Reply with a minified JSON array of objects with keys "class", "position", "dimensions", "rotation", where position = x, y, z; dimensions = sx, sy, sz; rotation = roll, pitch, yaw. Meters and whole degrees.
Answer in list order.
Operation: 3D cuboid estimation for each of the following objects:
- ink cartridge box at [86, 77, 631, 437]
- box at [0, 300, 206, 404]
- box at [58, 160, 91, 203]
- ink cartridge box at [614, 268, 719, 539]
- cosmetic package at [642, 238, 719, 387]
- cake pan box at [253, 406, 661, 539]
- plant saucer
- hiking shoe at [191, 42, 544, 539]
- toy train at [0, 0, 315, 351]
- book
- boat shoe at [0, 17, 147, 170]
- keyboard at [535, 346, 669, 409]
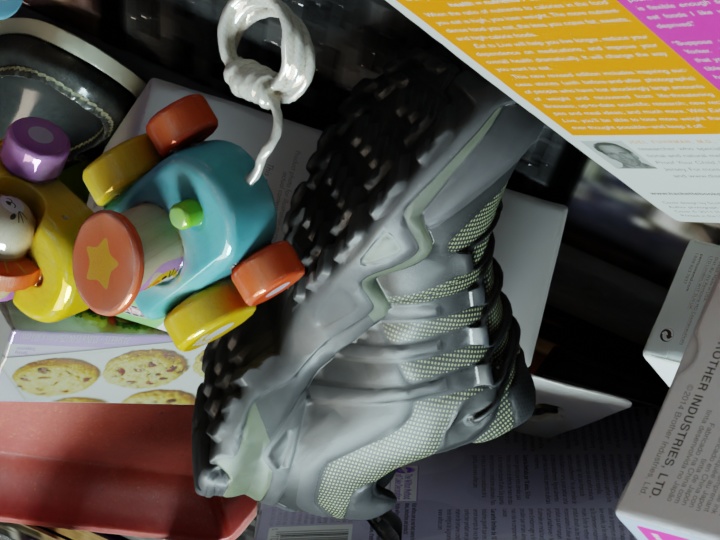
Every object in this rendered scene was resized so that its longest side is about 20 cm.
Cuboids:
[{"class":"ink cartridge box","position":[0.000,0.000,1.063],"dimensions":[0.200,0.067,0.117],"rotation":[17,166,-11]},{"class":"box","position":[-0.056,0.027,1.140],"dimensions":[0.200,0.039,0.041],"rotation":[3,133,-28]},{"class":"box","position":[-0.108,0.005,1.309],"dimensions":[0.200,0.048,0.122],"rotation":[36,160,-34]},{"class":"ink cartridge box","position":[0.190,0.054,0.888],"dimensions":[0.200,0.119,0.042],"rotation":[12,158,36]},{"class":"cosmetic package","position":[0.207,0.065,1.028],"dimensions":[0.151,0.052,0.200],"rotation":[16,163,33]},{"class":"cake pan box","position":[0.053,0.102,1.083],"dimensions":[0.184,0.052,0.200],"rotation":[-3,-165,1]},{"class":"plant saucer","position":[-0.106,0.044,1.230],"dimensions":[0.199,0.037,0.200],"rotation":[9,141,-27]},{"class":"hiking shoe","position":[0.022,0.007,0.963],"dimensions":[0.101,0.076,0.200],"rotation":[20,126,-21]},{"class":"toy train","position":[-0.106,-0.047,0.949],"dimensions":[0.200,0.150,0.056],"rotation":[16,-153,38]},{"class":"book","position":[0.090,-0.067,0.786],"dimensions":[0.133,0.048,0.200],"rotation":[5,157,44]},{"class":"boat shoe","position":[-0.141,-0.051,1.142],"dimensions":[0.072,0.068,0.200],"rotation":[31,159,-20]},{"class":"keyboard","position":[0.098,0.072,1.273],"dimensions":[0.127,0.021,0.200],"rotation":[15,162,12]}]
